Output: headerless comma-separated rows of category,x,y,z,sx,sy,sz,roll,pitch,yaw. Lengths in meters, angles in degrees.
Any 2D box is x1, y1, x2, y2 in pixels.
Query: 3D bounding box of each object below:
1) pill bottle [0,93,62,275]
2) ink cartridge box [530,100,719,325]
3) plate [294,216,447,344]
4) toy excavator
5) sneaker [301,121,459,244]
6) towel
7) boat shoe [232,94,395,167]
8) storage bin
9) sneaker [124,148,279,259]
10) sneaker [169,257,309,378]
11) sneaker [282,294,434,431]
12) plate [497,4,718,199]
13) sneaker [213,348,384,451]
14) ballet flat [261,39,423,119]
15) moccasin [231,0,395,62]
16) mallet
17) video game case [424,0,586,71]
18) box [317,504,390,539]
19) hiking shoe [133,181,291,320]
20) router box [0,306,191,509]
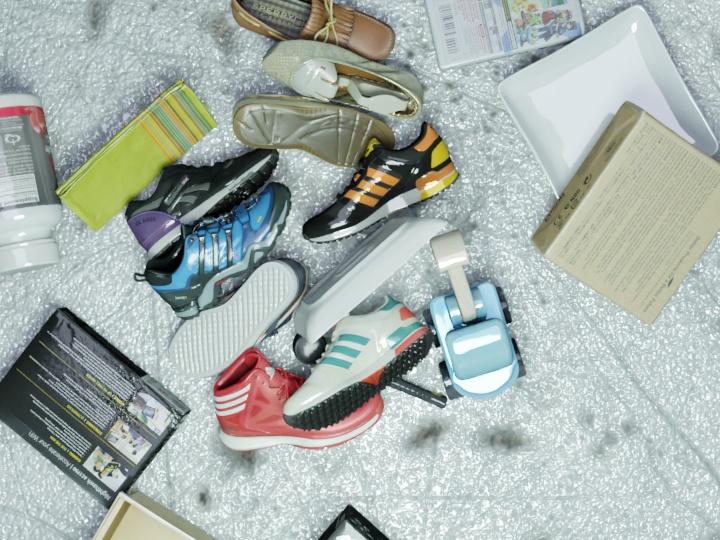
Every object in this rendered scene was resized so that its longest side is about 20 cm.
pill bottle,-0.412,-0.100,1.680,0.110,0.111,0.202,-11,89,1
ink cartridge box,0.320,-0.066,1.642,0.164,0.075,0.201,32,100,-17
plate,0.000,0.000,1.615,0.199,0.200,0.032,-42,96,-4
toy excavator,0.125,0.052,1.618,0.099,0.200,0.196,-17,89,0
sneaker,0.012,-0.105,1.680,0.199,0.070,0.091,-25,102,-1
towel,-0.263,-0.134,1.693,0.200,0.086,0.018,-42,46,-2
boat shoe,-0.056,-0.173,1.688,0.199,0.066,0.074,11,114,-19
storage bin,-0.240,0.391,1.677,0.199,0.094,0.199,31,90,1
sneaker,-0.192,-0.102,1.695,0.200,0.076,0.088,-37,82,1
sneaker,-0.136,0.057,1.693,0.200,0.079,0.079,-37,84,23
sneaker,-0.017,0.102,1.638,0.199,0.071,0.094,-33,61,-14
plate,0.292,-0.180,1.693,0.199,0.032,0.201,-30,89,1
sneaker,-0.076,0.145,1.659,0.198,0.079,0.116,-12,130,1
ballet flat,-0.017,-0.221,1.666,0.198,0.063,0.068,10,128,-15
moccasin,-0.056,-0.296,1.689,0.200,0.078,0.074,23,89,2
mallet,0.009,0.119,1.707,0.199,0.066,0.041,23,93,-13
video game case,0.162,-0.356,1.713,0.181,0.022,0.202,-12,88,2
box,-0.027,0.401,1.655,0.148,0.124,0.200,41,91,2
hiking shoe,-0.163,-0.033,1.645,0.200,0.074,0.087,-46,119,4
router box,-0.326,0.163,1.703,0.200,0.051,0.149,39,92,2
